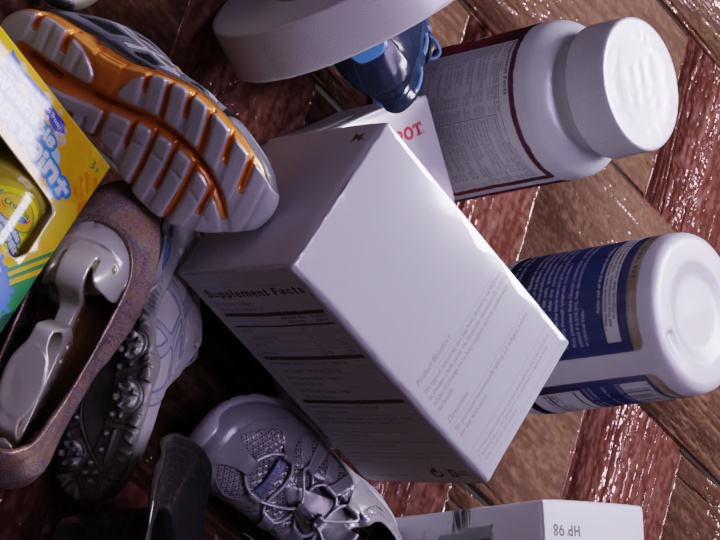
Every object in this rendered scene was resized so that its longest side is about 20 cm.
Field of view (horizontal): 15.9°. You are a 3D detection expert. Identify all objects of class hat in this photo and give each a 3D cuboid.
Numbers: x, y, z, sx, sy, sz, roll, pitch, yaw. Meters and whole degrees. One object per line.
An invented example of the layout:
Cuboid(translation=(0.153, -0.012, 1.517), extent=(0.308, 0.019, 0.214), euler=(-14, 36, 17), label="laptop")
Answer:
Cuboid(translation=(-0.142, 0.192, 1.483), extent=(0.201, 0.080, 0.202), euler=(5, 90, -79), label="hat")

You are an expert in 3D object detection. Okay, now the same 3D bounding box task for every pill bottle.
Cuboid(translation=(0.153, 0.041, 1.787), extent=(0.111, 0.199, 0.112), euler=(13, 72, -48), label="pill bottle")
Cuboid(translation=(0.113, -0.111, 1.771), extent=(0.109, 0.199, 0.111), euler=(13, 72, -48), label="pill bottle")

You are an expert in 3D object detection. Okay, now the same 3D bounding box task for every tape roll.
Cuboid(translation=(-0.001, -0.186, 1.654), extent=(0.203, 0.202, 0.037), euler=(-47, 117, -44), label="tape roll")

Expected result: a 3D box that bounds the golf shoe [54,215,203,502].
Cuboid(translation=(-0.127, 0.052, 1.555), extent=(0.097, 0.078, 0.202), euler=(35, 58, -47), label="golf shoe")

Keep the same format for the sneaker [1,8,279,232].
Cuboid(translation=(-0.123, -0.096, 1.526), extent=(0.200, 0.079, 0.077), euler=(38, 25, 15), label="sneaker")

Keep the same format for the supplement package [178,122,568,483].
Cuboid(translation=(0.010, 0.023, 1.566), extent=(0.200, 0.117, 0.117), euler=(49, 59, -27), label="supplement package")

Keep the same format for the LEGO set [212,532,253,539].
Cuboid(translation=(-0.005, 0.236, 1.564), extent=(0.116, 0.153, 0.200), euler=(-58, 141, -14), label="LEGO set")

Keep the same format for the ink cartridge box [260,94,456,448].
Cuboid(translation=(0.000, 0.000, 1.704), extent=(0.145, 0.084, 0.202), euler=(-27, 104, -49), label="ink cartridge box")

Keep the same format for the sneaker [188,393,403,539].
Cuboid(translation=(-0.029, 0.143, 1.623), extent=(0.200, 0.082, 0.075), euler=(34, 95, -41), label="sneaker")

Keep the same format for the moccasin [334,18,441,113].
Cuboid(translation=(0.010, -0.151, 1.722), extent=(0.068, 0.080, 0.200), euler=(60, 17, -16), label="moccasin")

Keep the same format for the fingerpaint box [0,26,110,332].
Cuboid(translation=(-0.252, -0.068, 1.427), extent=(0.200, 0.073, 0.167), euler=(54, 46, -28), label="fingerpaint box")

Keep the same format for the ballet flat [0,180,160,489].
Cuboid(translation=(-0.169, 0.031, 1.476), extent=(0.067, 0.068, 0.201), euler=(81, 28, -70), label="ballet flat")

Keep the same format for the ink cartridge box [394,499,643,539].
Cuboid(translation=(0.110, 0.192, 1.705), extent=(0.115, 0.199, 0.067), euler=(9, 74, -49), label="ink cartridge box")

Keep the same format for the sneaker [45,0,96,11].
Cuboid(translation=(-0.156, -0.255, 1.535), extent=(0.076, 0.089, 0.202), euler=(14, 91, -12), label="sneaker")
